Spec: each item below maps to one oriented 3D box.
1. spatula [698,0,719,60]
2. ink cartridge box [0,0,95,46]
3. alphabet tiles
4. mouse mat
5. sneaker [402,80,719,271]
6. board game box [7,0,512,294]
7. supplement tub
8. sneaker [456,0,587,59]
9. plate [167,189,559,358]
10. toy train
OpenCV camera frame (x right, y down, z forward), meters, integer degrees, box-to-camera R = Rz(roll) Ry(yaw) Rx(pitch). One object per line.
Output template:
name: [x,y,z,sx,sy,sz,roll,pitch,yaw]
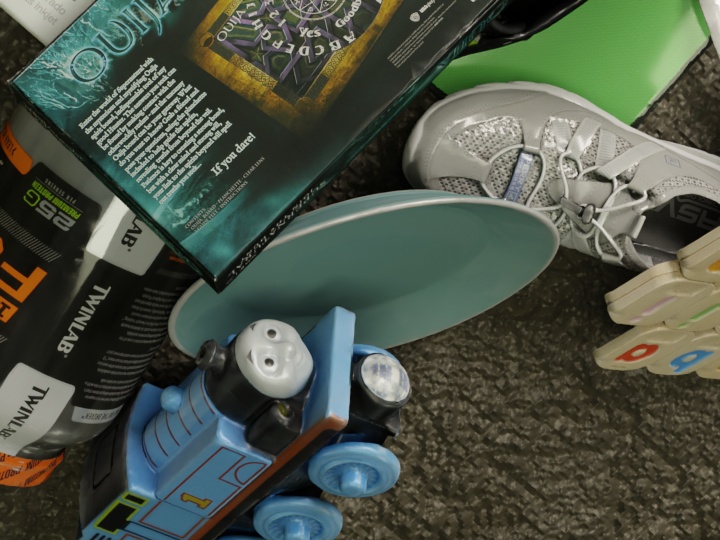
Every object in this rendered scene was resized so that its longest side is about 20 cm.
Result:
spatula: [0.186,-0.117,1.095,0.056,0.021,0.200,-20,112,9]
ink cartridge box: [-0.129,-0.228,1.001,0.147,0.083,0.200,41,100,-17]
alphabet tiles: [0.221,0.007,1.077,0.200,0.015,0.195,6,149,-41]
mouse mat: [0.086,-0.153,1.088,0.200,0.008,0.161,38,102,-15]
sneaker: [0.120,-0.043,1.083,0.199,0.082,0.075,10,111,-12]
board game box: [-0.043,-0.106,0.976,0.135,0.028,0.200,43,79,10]
supplement tub: [-0.147,0.000,1.059,0.122,0.123,0.200,29,104,-14]
sneaker: [0.047,-0.138,1.037,0.200,0.083,0.072,-25,110,12]
plate: [0.000,0.000,1.062,0.200,0.200,0.026,-15,69,0]
toy train: [-0.059,0.091,1.085,0.114,0.087,0.200,22,138,-24]
